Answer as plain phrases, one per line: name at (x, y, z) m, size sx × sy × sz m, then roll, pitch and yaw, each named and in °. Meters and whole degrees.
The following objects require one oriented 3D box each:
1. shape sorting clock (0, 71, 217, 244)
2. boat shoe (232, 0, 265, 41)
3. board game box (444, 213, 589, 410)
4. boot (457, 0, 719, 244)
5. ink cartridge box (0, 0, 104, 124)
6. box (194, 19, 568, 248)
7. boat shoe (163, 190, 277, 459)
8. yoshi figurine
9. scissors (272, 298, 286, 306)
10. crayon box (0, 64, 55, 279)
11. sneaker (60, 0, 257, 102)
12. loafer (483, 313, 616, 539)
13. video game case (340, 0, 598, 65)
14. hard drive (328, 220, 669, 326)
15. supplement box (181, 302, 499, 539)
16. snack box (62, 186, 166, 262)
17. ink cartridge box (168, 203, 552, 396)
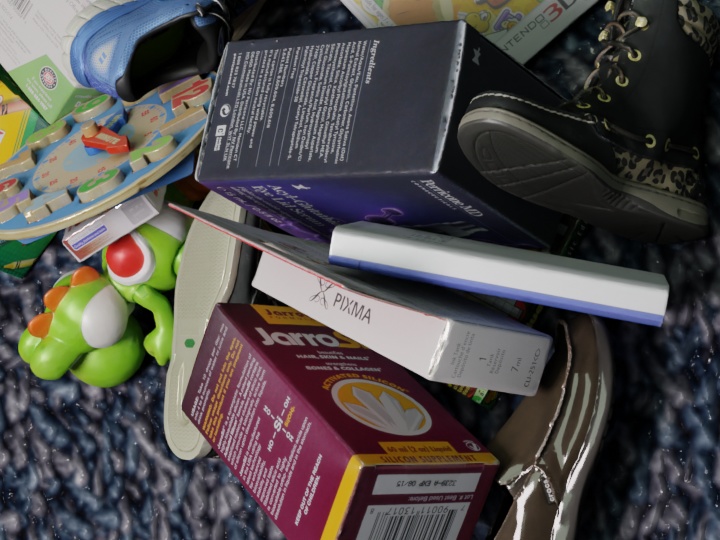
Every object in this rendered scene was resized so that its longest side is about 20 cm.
shape sorting clock at (-0.183, -0.086, 1.286) m, size 0.200 × 0.039 × 0.200 m, roll -19°, pitch 27°, yaw 10°
boat shoe at (-0.102, -0.231, 1.395) m, size 0.200 × 0.069 × 0.074 m, roll -43°, pitch 59°, yaw 12°
board game box at (0.092, -0.017, 1.251) m, size 0.105 × 0.023 × 0.200 m, roll 28°, pitch 90°, yaw 35°
boot at (0.149, -0.114, 1.151) m, size 0.073 × 0.203 × 0.154 m, roll -9°, pitch 66°, yaw 50°
ink cartridge box at (-0.193, -0.220, 1.377) m, size 0.117 × 0.067 × 0.200 m, roll 50°, pitch 118°, yaw 21°
box at (0.018, -0.084, 1.214) m, size 0.200 × 0.148 × 0.104 m, roll 0°, pitch 72°, yaw 38°
boat shoe at (-0.091, 0.033, 1.293) m, size 0.072 × 0.068 × 0.200 m, roll 11°, pitch 96°, yaw 55°
yoshi figurine at (-0.159, 0.012, 1.358) m, size 0.200 × 0.112 × 0.112 m, roll -41°, pitch 17°, yaw -2°
scissors at (0.000, 0.000, 1.305) m, size 0.200 × 0.014 × 0.073 m, roll -44°, pitch 57°, yaw 10°
crayon box at (-0.308, -0.100, 1.480) m, size 0.200 × 0.058 × 0.119 m, roll 41°, pitch 97°, yaw 32°
sneaker at (-0.109, -0.180, 1.298) m, size 0.200 × 0.079 × 0.089 m, roll -39°, pitch 50°, yaw -15°
loafer at (0.111, 0.118, 1.156) m, size 0.071 × 0.073 × 0.200 m, roll 14°, pitch 82°, yaw 0°
video game case at (0.068, -0.229, 1.242) m, size 0.182 × 0.200 × 0.023 m, roll -40°, pitch 20°, yaw 14°
hard drive at (0.089, 0.000, 1.141) m, size 0.200 × 0.132 × 0.025 m, roll 10°, pitch 94°, yaw 7°
supplement box at (-0.017, 0.105, 1.185) m, size 0.200 × 0.110 × 0.086 m, roll 43°, pitch 121°, yaw 47°
snack box at (-0.169, -0.077, 1.346) m, size 0.072 × 0.024 × 0.200 m, roll -32°, pitch 24°, yaw 17°
ink cartridge box at (-0.007, 0.018, 1.159) m, size 0.200 × 0.176 × 0.045 m, roll 25°, pitch 99°, yaw 50°
